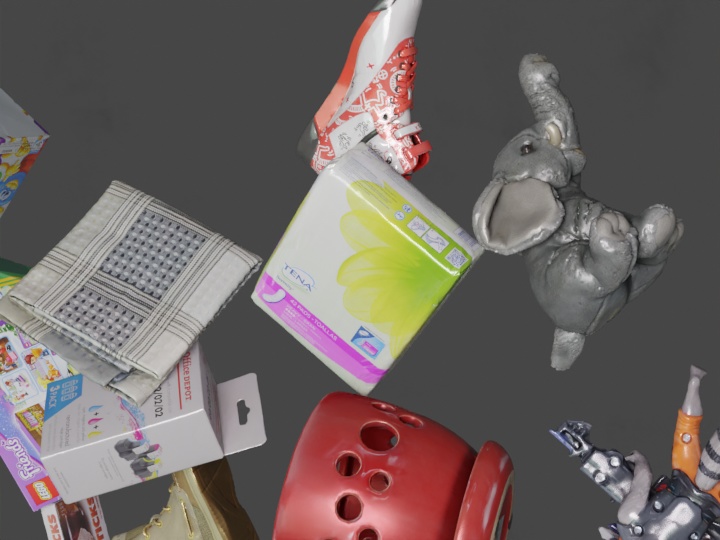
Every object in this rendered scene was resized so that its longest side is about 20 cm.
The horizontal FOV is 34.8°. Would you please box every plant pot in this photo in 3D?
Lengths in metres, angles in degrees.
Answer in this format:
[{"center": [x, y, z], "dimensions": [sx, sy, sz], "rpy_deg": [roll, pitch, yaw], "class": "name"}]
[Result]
[{"center": [0.037, 0.220, 1.025], "dimensions": [0.182, 0.200, 0.201], "rpy_deg": [9, 102, 15], "class": "plant pot"}]

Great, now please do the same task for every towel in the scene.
[{"center": [-0.228, 0.014, 1.123], "dimensions": [0.192, 0.200, 0.035], "rpy_deg": [29, 153, 17], "class": "towel"}]

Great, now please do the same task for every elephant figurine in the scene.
[{"center": [0.160, -0.054, 0.975], "dimensions": [0.200, 0.155, 0.142], "rpy_deg": [43, 156, 23], "class": "elephant figurine"}]

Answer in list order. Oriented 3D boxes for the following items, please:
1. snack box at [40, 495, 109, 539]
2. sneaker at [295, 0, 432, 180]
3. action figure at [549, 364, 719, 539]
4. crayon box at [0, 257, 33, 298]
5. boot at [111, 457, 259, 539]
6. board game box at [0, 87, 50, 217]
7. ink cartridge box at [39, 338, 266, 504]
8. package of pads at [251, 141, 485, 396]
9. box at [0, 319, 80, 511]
[{"center": [-0.294, 0.338, 1.253], "dimensions": [0.024, 0.072, 0.200], "rpy_deg": [-12, 94, 24], "class": "snack box"}, {"center": [0.031, -0.154, 1.033], "dimensions": [0.108, 0.067, 0.201], "rpy_deg": [38, 115, 13], "class": "sneaker"}, {"center": [0.254, 0.177, 0.974], "dimensions": [0.200, 0.105, 0.194], "rpy_deg": [33, 101, 13], "class": "action figure"}, {"center": [-0.343, 0.070, 1.241], "dimensions": [0.200, 0.052, 0.126], "rpy_deg": [16, 105, 20], "class": "crayon box"}, {"center": [-0.202, 0.253, 1.197], "dimensions": [0.155, 0.073, 0.200], "rpy_deg": [-21, 98, 22], "class": "boot"}, {"center": [-0.442, -0.096, 1.227], "dimensions": [0.105, 0.103, 0.200], "rpy_deg": [43, 112, 11], "class": "board game box"}, {"center": [-0.199, 0.138, 1.111], "dimensions": [0.200, 0.115, 0.068], "rpy_deg": [-17, 125, -1], "class": "ink cartridge box"}, {"center": [0.000, 0.000, 1.037], "dimensions": [0.154, 0.068, 0.200], "rpy_deg": [41, 132, 7], "class": "package of pads"}, {"center": [-0.318, 0.133, 1.182], "dimensions": [0.137, 0.039, 0.200], "rpy_deg": [-24, 110, -5], "class": "box"}]
